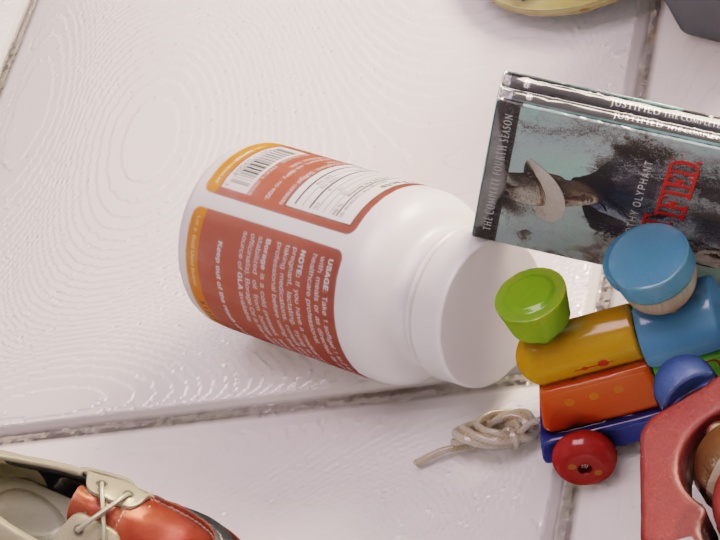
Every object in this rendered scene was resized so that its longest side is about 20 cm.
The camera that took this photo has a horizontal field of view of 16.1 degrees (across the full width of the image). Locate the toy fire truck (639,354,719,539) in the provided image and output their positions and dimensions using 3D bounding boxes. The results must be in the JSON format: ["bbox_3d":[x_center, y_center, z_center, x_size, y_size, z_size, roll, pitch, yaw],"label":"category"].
[{"bbox_3d":[0.220,0.081,1.206,0.199,0.112,0.168,-31,43,0],"label":"toy fire truck"}]

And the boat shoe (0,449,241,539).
[{"bbox_3d":[-0.151,0.142,1.419,0.199,0.063,0.071,11,54,37],"label":"boat shoe"}]

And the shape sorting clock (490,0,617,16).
[{"bbox_3d":[0.156,-0.237,1.624,0.199,0.039,0.201,-17,44,17],"label":"shape sorting clock"}]

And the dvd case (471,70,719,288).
[{"bbox_3d":[0.160,-0.036,1.282,0.199,0.146,0.022,14,63,3],"label":"dvd case"}]

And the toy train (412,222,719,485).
[{"bbox_3d":[0.098,0.047,1.318,0.199,0.116,0.085,-16,42,18],"label":"toy train"}]

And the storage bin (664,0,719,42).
[{"bbox_3d":[0.247,-0.229,1.488,0.145,0.135,0.200,19,62,42],"label":"storage bin"}]

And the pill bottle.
[{"bbox_3d":[0.000,0.000,1.429,0.199,0.112,0.112,18,61,42],"label":"pill bottle"}]
